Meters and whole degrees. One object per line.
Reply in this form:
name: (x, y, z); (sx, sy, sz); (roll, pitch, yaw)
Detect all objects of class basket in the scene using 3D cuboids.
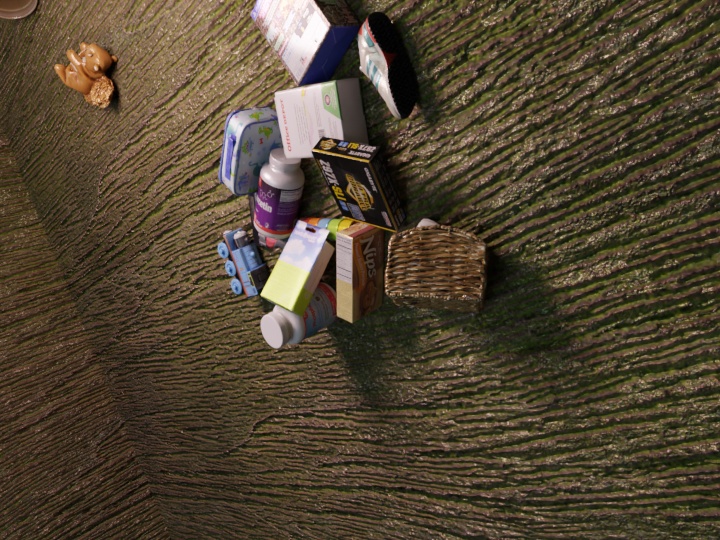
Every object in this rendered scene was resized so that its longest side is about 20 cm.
basket: (0.151, -0.003, 1.143); (0.192, 0.149, 0.148); (3, 79, 13)

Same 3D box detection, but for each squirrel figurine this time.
squirrel figurine: (-0.858, -0.637, 1.890); (0.182, 0.142, 0.205); (-9, 116, 35)

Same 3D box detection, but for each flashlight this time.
flashlight: (-0.175, -0.062, 1.500); (0.196, 0.067, 0.070); (26, 133, 28)

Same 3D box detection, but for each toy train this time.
toy train: (-0.328, -0.021, 1.650); (0.112, 0.086, 0.206); (-12, 101, 39)

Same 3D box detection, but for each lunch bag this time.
lunch bag: (-0.263, -0.291, 1.412); (0.082, 0.159, 0.204); (36, 130, 25)

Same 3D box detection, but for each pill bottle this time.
pill bottle: (-0.149, 0.113, 1.446); (0.107, 0.198, 0.112); (19, 121, 35)
pill bottle: (-0.198, -0.188, 1.428); (0.111, 0.111, 0.205); (35, 129, 27)

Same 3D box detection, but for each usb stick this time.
usb stick: (-0.281, -0.163, 1.578); (0.055, 0.032, 0.207); (19, 120, 47)

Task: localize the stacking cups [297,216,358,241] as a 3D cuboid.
stacking cups: (-0.079, -0.098, 1.386); (0.196, 0.060, 0.063); (8, 114, 42)

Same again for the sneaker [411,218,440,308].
sneaker: (0.137, -0.003, 1.210); (0.081, 0.080, 0.206); (23, 125, 21)

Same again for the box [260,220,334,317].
box: (-0.144, -0.007, 1.372); (0.120, 0.047, 0.205); (18, 78, 39)

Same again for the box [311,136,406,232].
box: (-0.001, -0.178, 1.215); (0.156, 0.050, 0.202); (21, 153, 36)

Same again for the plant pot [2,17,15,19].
plant pot: (-1.274, -1.045, 2.080); (0.200, 0.195, 0.178); (-46, 58, 44)

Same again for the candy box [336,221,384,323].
candy box: (0.000, 0.000, 1.312); (0.054, 0.114, 0.207); (18, 119, 35)

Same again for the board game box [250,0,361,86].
board game box: (-0.117, -0.524, 1.214); (0.203, 0.096, 0.159); (56, 136, 10)

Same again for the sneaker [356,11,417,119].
sneaker: (0.046, -0.392, 1.146); (0.093, 0.069, 0.206); (-10, 102, 63)

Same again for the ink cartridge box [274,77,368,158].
ink cartridge box: (-0.087, -0.331, 1.277); (0.196, 0.083, 0.150); (6, 112, 42)
